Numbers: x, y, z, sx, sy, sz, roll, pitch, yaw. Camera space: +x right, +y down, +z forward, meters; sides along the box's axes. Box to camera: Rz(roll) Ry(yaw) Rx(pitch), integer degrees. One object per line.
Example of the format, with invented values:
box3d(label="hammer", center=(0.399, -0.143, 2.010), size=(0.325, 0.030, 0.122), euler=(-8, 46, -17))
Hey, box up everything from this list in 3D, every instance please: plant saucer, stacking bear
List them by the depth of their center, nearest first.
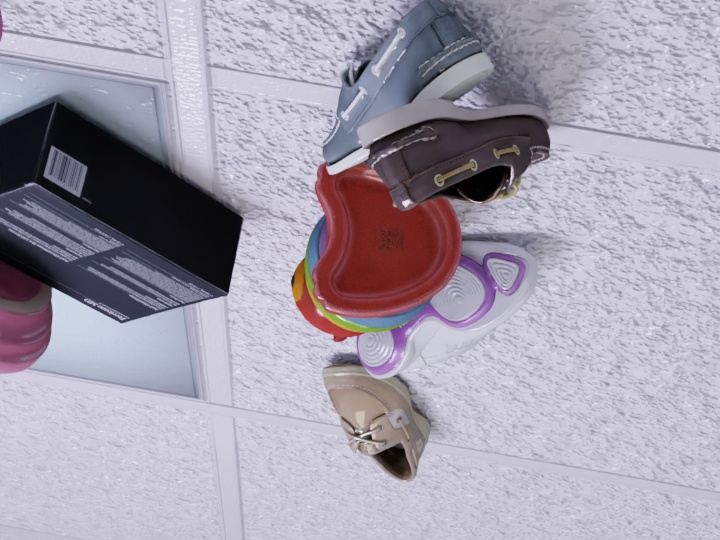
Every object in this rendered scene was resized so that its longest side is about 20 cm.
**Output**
box3d(label="stacking bear", center=(0.000, 0.000, 1.194), size=(0.113, 0.122, 0.200), euler=(5, 164, -12))
box3d(label="plant saucer", center=(-0.324, -0.008, 1.236), size=(0.051, 0.201, 0.200), euler=(-43, 131, 17))

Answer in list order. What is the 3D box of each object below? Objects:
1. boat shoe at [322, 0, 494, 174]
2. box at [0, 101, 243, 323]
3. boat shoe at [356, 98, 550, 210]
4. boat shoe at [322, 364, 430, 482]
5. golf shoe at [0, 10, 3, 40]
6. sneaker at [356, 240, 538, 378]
box3d(label="boat shoe", center=(0.020, -0.120, 1.016), size=(0.062, 0.073, 0.200), euler=(59, 153, 0))
box3d(label="box", center=(-0.215, -0.040, 1.220), size=(0.141, 0.079, 0.200), euler=(-16, 144, 39))
box3d(label="boat shoe", center=(0.070, -0.071, 0.980), size=(0.072, 0.060, 0.200), euler=(-24, 171, 30))
box3d(label="boat shoe", center=(0.017, 0.154, 1.537), size=(0.072, 0.065, 0.200), euler=(-2, 151, 24))
box3d(label="golf shoe", center=(-0.335, -0.182, 0.989), size=(0.199, 0.076, 0.091), euler=(29, 152, -31))
box3d(label="sneaker", center=(0.083, 0.026, 1.275), size=(0.099, 0.075, 0.200), euler=(-7, 163, -43))
